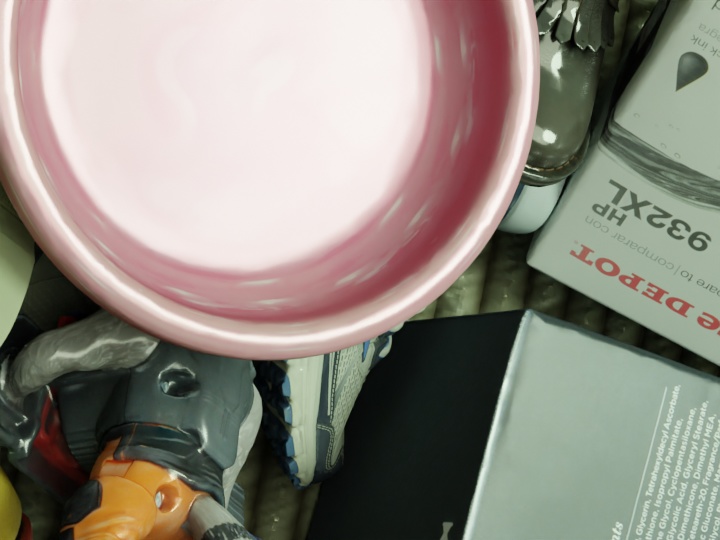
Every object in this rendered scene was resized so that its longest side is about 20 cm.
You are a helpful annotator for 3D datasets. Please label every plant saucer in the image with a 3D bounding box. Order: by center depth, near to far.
[{"bbox_3d":[-0.038,-0.071,1.000,0.199,0.051,0.202,0,89,-22],"label":"plant saucer"}]

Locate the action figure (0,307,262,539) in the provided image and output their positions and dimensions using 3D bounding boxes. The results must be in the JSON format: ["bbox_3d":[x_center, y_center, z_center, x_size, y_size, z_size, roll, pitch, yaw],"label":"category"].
[{"bbox_3d":[-0.056,0.083,1.058,0.200,0.104,0.194,39,38,-49],"label":"action figure"}]

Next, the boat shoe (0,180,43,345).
[{"bbox_3d":[-0.132,-0.026,1.017,0.071,0.062,0.201,39,42,-17],"label":"boat shoe"}]

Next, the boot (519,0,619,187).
[{"bbox_3d":[0.098,-0.144,1.076,0.069,0.174,0.201,11,74,-26],"label":"boot"}]

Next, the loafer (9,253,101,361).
[{"bbox_3d":[-0.142,-0.005,1.100,0.072,0.063,0.200,-51,124,-29],"label":"loafer"}]

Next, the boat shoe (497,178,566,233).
[{"bbox_3d":[0.037,-0.117,1.181,0.090,0.071,0.202,7,77,-23],"label":"boat shoe"}]

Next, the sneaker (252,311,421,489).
[{"bbox_3d":[0.000,0.000,1.109,0.085,0.077,0.201,-8,129,-16],"label":"sneaker"}]

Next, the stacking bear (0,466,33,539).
[{"bbox_3d":[-0.164,0.099,1.058,0.200,0.113,0.122,49,31,-20],"label":"stacking bear"}]

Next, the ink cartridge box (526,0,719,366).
[{"bbox_3d":[0.172,-0.054,1.140,0.144,0.200,0.084,28,47,-2],"label":"ink cartridge box"}]

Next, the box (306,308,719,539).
[{"bbox_3d":[0.102,0.097,1.152,0.199,0.148,0.108,20,79,-22],"label":"box"}]
